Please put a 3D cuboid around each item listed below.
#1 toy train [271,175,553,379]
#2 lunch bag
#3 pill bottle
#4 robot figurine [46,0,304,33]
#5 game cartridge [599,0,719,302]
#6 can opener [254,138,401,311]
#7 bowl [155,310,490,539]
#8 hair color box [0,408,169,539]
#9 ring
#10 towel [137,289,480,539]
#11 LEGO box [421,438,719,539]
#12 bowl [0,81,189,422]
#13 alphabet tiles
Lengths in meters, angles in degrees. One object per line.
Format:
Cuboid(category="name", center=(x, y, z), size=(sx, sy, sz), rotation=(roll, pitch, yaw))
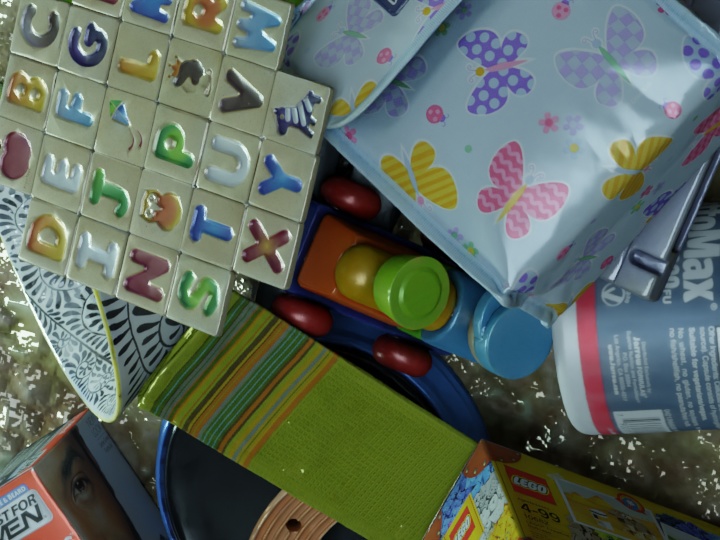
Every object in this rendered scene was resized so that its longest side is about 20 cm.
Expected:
Cuboid(category="toy train", center=(0.000, 0.000, 1.461), size=(0.199, 0.116, 0.085), rotation=(23, 90, -33))
Cuboid(category="lunch bag", center=(0.066, -0.100, 1.373), size=(0.170, 0.127, 0.200), rotation=(-46, 71, 7))
Cuboid(category="pill bottle", center=(0.207, 0.022, 1.477), size=(0.199, 0.120, 0.120), rotation=(-4, 105, 14))
Cuboid(category="robot figurine", center=(-0.067, -0.147, 1.481), size=(0.199, 0.116, 0.176), rotation=(-4, 70, -8))
Cuboid(category="game cartridge", center=(0.133, -0.101, 1.430), size=(0.129, 0.038, 0.201), rotation=(27, 97, 24))
Cuboid(category="can opener", center=(-0.032, -0.005, 1.536), size=(0.078, 0.063, 0.201), rotation=(19, 89, 18))
Cuboid(category="bowl", center=(-0.023, 0.121, 1.606), size=(0.200, 0.039, 0.202), rotation=(4, 107, 13))
Cuboid(category="hair color box", center=(-0.137, 0.190, 1.617), size=(0.064, 0.111, 0.200), rotation=(-33, 97, 19))
Cuboid(category="ring", center=(0.032, 0.175, 1.574), size=(0.199, 0.019, 0.201), rotation=(0, 119, -1))
Cuboid(category="towel", center=(-0.016, 0.090, 1.507), size=(0.200, 0.018, 0.086), rotation=(32, 114, -17))
Cuboid(category="LEGO box", center=(0.146, 0.187, 1.486), size=(0.199, 0.149, 0.077), rotation=(21, 112, -21))
Cuboid(category="bowl", center=(-0.133, -0.027, 1.539), size=(0.094, 0.201, 0.202), rotation=(-22, 101, -17))
Cuboid(category="alphabet tiles", center=(-0.103, -0.067, 1.391), size=(0.199, 0.006, 0.167), rotation=(20, 102, 32))
